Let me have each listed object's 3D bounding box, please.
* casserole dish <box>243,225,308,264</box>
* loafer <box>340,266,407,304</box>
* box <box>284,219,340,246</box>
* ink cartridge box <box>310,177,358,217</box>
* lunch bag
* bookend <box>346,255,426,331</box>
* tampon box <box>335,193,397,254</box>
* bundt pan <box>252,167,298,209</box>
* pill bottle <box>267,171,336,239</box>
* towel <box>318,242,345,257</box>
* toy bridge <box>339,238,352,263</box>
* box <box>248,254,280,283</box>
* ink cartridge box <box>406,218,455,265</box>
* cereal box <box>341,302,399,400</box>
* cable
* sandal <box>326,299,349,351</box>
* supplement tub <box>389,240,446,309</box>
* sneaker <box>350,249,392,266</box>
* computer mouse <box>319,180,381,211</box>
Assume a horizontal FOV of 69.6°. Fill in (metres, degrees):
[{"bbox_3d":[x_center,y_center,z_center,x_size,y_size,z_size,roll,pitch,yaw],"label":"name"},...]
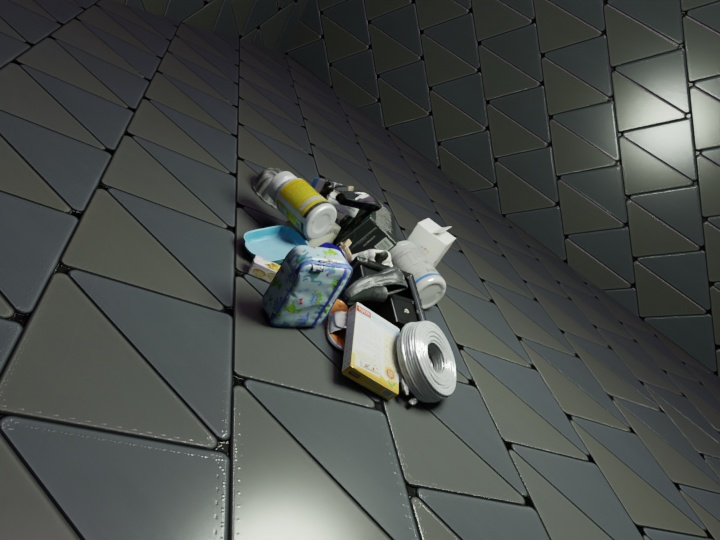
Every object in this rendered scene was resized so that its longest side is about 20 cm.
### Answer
[{"bbox_3d":[-0.230,-0.064,1.403,0.121,0.039,0.199,45,37,23],"label":"casserole dish"},{"bbox_3d":[0.040,0.047,1.300,0.200,0.068,0.071,-20,62,-38],"label":"loafer"},{"bbox_3d":[-0.150,-0.115,1.576,0.082,0.069,0.200,38,26,16],"label":"box"},{"bbox_3d":[-0.074,-0.229,1.639,0.115,0.067,0.200,26,1,-32],"label":"ink cartridge box"},{"bbox_3d":[-0.118,0.040,1.184,0.160,0.200,0.083,8,35,-43],"label":"lunch bag"},{"bbox_3d":[0.061,0.085,1.390,0.199,0.092,0.200,18,42,-30],"label":"bookend"},{"bbox_3d":[0.022,-0.125,1.667,0.126,0.150,0.200,44,22,-20],"label":"tampon box"},{"bbox_3d":[-0.254,-0.274,1.732,0.201,0.076,0.202,27,27,-14],"label":"bundt pan"},{"bbox_3d":[-0.170,-0.190,1.476,0.200,0.115,0.114,43,27,26],"label":"pill bottle"},{"bbox_3d":[-0.083,-0.018,1.504,0.147,0.050,0.200,36,25,5],"label":"towel"},{"bbox_3d":[0.000,0.000,1.508,0.200,0.027,0.067,54,29,-12],"label":"toy bridge"},{"bbox_3d":[-0.187,0.023,1.322,0.199,0.042,0.039,26,27,-17],"label":"box"},{"bbox_3d":[0.227,-0.080,1.794,0.125,0.201,0.128,38,25,11],"label":"ink cartridge box"},{"bbox_3d":[0.028,0.185,1.214,0.144,0.039,0.201,34,35,-22],"label":"cereal box"},{"bbox_3d":[0.163,0.219,1.262,0.199,0.069,0.201,12,61,-53],"label":"cable"},{"bbox_3d":[-0.043,0.120,1.293,0.079,0.059,0.207,21,28,-22],"label":"sandal"},{"bbox_3d":[0.169,0.014,1.644,0.131,0.132,0.200,11,33,-39],"label":"supplement tub"},{"bbox_3d":[0.065,-0.007,1.486,0.199,0.099,0.075,23,50,-46],"label":"sneaker"},{"bbox_3d":[-0.024,-0.224,1.499,0.199,0.046,0.140,9,-13,-11],"label":"computer mouse"}]
